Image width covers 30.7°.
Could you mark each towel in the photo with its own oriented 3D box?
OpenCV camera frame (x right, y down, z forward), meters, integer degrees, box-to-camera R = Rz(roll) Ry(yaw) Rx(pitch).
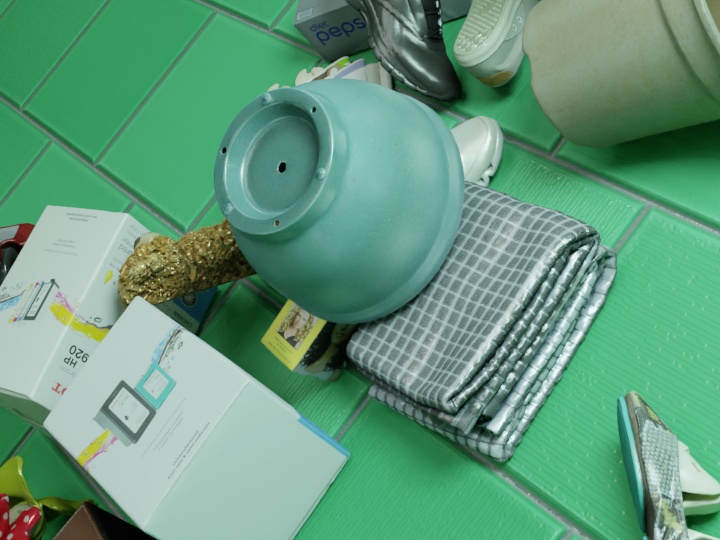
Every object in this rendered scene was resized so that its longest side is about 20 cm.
[{"bbox_3d":[0.091,0.033,1.065,0.165,0.086,0.201,24,77,48],"label":"towel"}]

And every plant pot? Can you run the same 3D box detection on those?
[{"bbox_3d":[0.238,-0.190,1.050,0.182,0.200,0.202,-20,47,42],"label":"plant pot"},{"bbox_3d":[-0.033,-0.069,1.056,0.198,0.134,0.203,-10,71,32],"label":"plant pot"}]

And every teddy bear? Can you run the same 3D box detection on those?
[{"bbox_3d":[-0.135,-0.019,1.232,0.198,0.145,0.068,-17,89,-4],"label":"teddy bear"}]

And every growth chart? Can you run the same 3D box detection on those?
[{"bbox_3d":[-0.045,-0.166,1.384,0.198,0.018,0.146,-21,47,28],"label":"growth chart"}]

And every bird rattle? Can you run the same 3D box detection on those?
[{"bbox_3d":[-0.320,0.266,1.199,0.200,0.111,0.165,-103,31,-76],"label":"bird rattle"}]

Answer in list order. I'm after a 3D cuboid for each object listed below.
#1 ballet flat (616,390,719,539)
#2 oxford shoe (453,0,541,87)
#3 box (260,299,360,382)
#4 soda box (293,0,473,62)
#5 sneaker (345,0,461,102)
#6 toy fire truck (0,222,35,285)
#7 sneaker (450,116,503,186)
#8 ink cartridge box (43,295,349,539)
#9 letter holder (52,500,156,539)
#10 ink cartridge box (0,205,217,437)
[{"bbox_3d":[0.213,0.173,0.881,0.071,0.072,0.202,-20,48,27],"label":"ballet flat"},{"bbox_3d":[0.145,-0.246,1.260,0.075,0.058,0.201,-14,36,40],"label":"oxford shoe"},{"bbox_3d":[0.000,0.000,1.143,0.050,0.075,0.201,39,101,32],"label":"box"},{"bbox_3d":[0.029,-0.287,1.375,0.198,0.068,0.064,-13,52,33],"label":"soda box"},{"bbox_3d":[0.045,-0.255,1.276,0.091,0.076,0.201,-39,77,27],"label":"sneaker"},{"bbox_3d":[-0.373,0.032,1.462,0.166,0.113,0.202,-8,51,6],"label":"toy fire truck"},{"bbox_3d":[0.042,-0.078,1.197,0.199,0.081,0.075,-36,41,11],"label":"sneaker"},{"bbox_3d":[-0.145,0.146,1.133,0.147,0.147,0.199,-54,41,-6],"label":"ink cartridge box"},{"bbox_3d":[-0.209,0.320,1.091,0.142,0.100,0.200,-48,41,2],"label":"letter holder"},{"bbox_3d":[-0.271,0.061,1.305,0.144,0.147,0.202,7,64,43],"label":"ink cartridge box"}]
